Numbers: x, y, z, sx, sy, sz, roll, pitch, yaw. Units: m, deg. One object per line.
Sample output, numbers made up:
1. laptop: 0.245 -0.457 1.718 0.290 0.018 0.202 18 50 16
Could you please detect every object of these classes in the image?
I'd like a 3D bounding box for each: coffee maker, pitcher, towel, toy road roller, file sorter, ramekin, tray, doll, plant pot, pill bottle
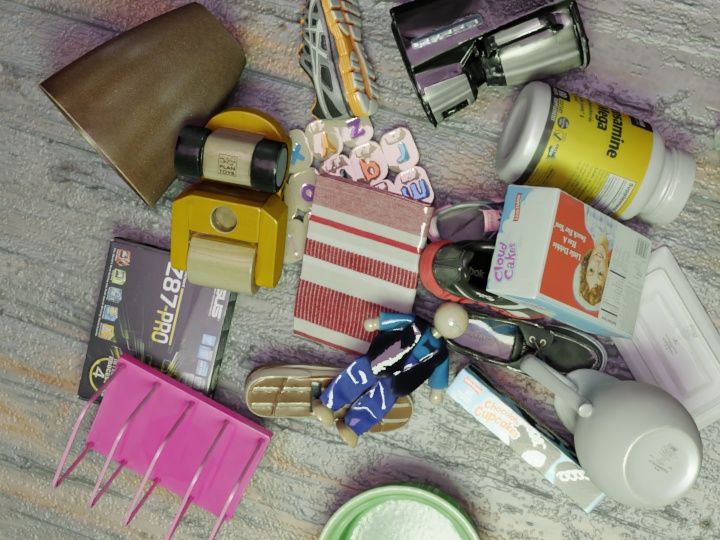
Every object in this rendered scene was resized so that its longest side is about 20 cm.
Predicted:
1. coffee maker: 0.137 -0.283 1.268 0.198 0.135 0.194 -18 64 8
2. pitcher: 0.256 0.157 1.177 0.171 0.200 0.122 30 96 -13
3. towel: 0.000 0.000 1.294 0.143 0.023 0.202 18 110 19
4. toy road roller: -0.136 -0.087 1.294 0.122 0.146 0.202 11 113 8
5. file sorter: -0.228 0.221 1.281 0.199 0.126 0.140 28 116 1
6. ramekin: 0.050 0.337 1.282 0.198 0.098 0.202 0 90 9
7. tray: 0.351 0.084 1.273 0.107 0.022 0.201 -30 85 7
8. doll: 0.043 0.109 1.258 0.200 0.049 0.136 -44 110 10
9. plant pot: -0.233 -0.209 1.304 0.200 0.187 0.187 -43 83 -8
10. pill bottle: 0.257 -0.122 1.229 0.198 0.112 0.113 19 93 -9

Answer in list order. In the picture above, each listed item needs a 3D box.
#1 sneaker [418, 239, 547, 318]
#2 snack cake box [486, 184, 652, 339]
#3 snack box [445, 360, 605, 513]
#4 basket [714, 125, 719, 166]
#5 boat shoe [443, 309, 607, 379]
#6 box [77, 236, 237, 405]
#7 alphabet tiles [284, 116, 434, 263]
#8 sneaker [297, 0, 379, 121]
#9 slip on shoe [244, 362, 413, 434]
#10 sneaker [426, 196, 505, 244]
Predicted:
1. sneaker: 0.167 0.011 1.235 0.199 0.098 0.072 12 82 -22
2. snack cake box: 0.226 -0.006 1.198 0.067 0.199 0.116 8 81 44
3. snack box: 0.184 0.181 1.251 0.200 0.116 0.037 40 96 7
4. basket: 0.482 -0.080 1.168 0.196 0.200 0.163 -2 95 9
5. boat shoe: 0.182 0.089 1.282 0.198 0.057 0.069 11 91 9
6. box: -0.241 0.075 1.355 0.160 0.049 0.202 15 93 5
7. alphabet tiles: -0.017 -0.089 1.336 0.198 0.015 0.197 -22 84 8
8. sneaker: -0.040 -0.268 1.313 0.077 0.078 0.202 -17 79 29
9. slip on shoe: -0.037 0.144 1.317 0.198 0.061 0.077 4 106 -8
10. sneaker: 0.169 -0.051 1.271 0.198 0.082 0.071 -10 84 8
